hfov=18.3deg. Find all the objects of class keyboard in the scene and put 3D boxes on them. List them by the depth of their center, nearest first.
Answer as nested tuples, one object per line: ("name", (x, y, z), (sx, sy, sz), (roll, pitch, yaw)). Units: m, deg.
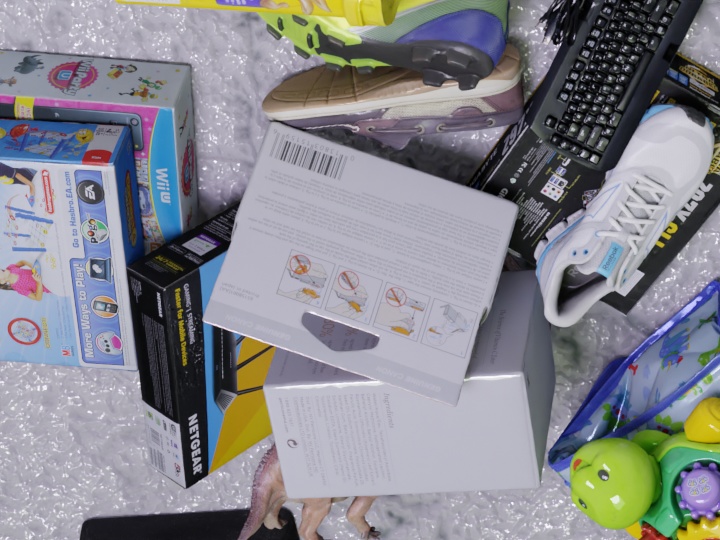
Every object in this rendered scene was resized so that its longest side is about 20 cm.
("keyboard", (0.179, -0.173, 1.584), (0.104, 0.040, 0.201), (24, 101, -6))

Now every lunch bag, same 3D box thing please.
("lunch bag", (0.274, 0.137, 1.783), (0.170, 0.128, 0.200), (38, 113, -17))

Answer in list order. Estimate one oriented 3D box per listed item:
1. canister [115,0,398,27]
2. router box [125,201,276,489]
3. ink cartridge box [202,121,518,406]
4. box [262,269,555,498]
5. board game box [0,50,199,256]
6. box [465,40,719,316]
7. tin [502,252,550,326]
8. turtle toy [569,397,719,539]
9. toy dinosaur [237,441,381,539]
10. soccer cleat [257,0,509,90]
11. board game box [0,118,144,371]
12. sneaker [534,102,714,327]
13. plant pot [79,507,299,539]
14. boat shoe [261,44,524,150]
("canister", (-0.073, -0.252, 1.574), (0.199, 0.087, 0.149), (5, 102, 10))
("router box", (-0.108, 0.054, 1.779), (0.051, 0.149, 0.201), (28, 136, 36))
("ink cartridge box", (0.000, 0.000, 1.650), (0.199, 0.174, 0.044), (19, 156, 0))
("box", (0.042, 0.087, 1.723), (0.199, 0.152, 0.107), (-3, 120, 13))
("board game box", (-0.231, -0.090, 1.751), (0.199, 0.064, 0.148), (4, 127, 7))
("box", (0.190, -0.078, 1.692), (0.159, 0.049, 0.200), (27, 125, -12))
("tin", (0.073, 0.014, 1.786), (0.112, 0.042, 0.200), (-26, 117, 30))
("turtle toy", (0.249, 0.177, 1.684), (0.199, 0.101, 0.146), (25, 128, -5))
("toy dinosaur", (-0.025, 0.155, 1.847), (0.199, 0.086, 0.136), (-17, 124, -18))
("soccer cleat", (0.016, -0.189, 1.641), (0.199, 0.084, 0.065), (15, 157, 21))
("board game box", (-0.269, -0.021, 1.734), (0.195, 0.056, 0.201), (4, 127, 8))
("sneaker", (0.195, -0.033, 1.643), (0.075, 0.087, 0.200), (27, 123, -8))
("plant pot", (-0.148, 0.347, 1.977), (0.199, 0.178, 0.200), (-5, 125, 13))
("boat shoe", (0.026, -0.122, 1.677), (0.199, 0.072, 0.065), (-9, 121, 12))
